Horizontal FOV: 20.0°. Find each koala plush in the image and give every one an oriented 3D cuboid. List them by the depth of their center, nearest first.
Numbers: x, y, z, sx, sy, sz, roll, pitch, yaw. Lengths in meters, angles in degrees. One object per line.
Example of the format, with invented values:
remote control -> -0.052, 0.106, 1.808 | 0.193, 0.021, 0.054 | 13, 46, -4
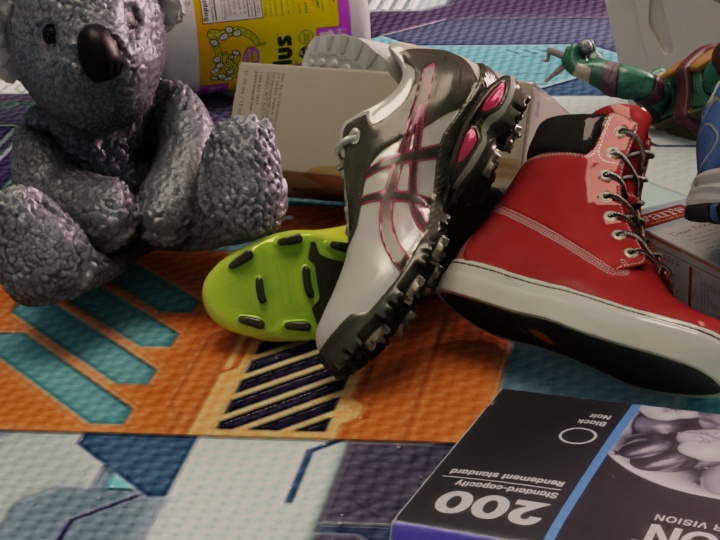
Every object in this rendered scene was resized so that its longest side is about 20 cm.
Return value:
koala plush -> -0.154, -0.102, 1.208 | 0.176, 0.202, 0.184 | -18, 8, -7

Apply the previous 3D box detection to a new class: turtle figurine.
turtle figurine -> 0.207, -0.126, 1.209 | 0.149, 0.101, 0.199 | -32, 10, -28

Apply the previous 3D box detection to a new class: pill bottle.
pill bottle -> -0.097, -0.192, 1.587 | 0.198, 0.105, 0.104 | -8, 23, -9

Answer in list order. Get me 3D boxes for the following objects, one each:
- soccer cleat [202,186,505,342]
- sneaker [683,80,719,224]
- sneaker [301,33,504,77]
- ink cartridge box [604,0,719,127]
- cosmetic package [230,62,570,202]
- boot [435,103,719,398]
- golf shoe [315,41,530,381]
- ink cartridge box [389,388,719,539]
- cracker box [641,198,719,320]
soccer cleat -> 0.001, 0.001, 1.186 | 0.198, 0.065, 0.084 | -17, -5, -19
sneaker -> 0.226, -0.069, 1.099 | 0.075, 0.078, 0.200 | 6, 9, 19
sneaker -> 0.041, -0.123, 1.460 | 0.199, 0.077, 0.080 | 21, 21, 37
ink cartridge box -> 0.289, -0.200, 1.445 | 0.199, 0.149, 0.144 | -23, 12, -37
cosmetic package -> 0.026, -0.081, 1.292 | 0.198, 0.072, 0.105 | 6, -7, 23
boot -> 0.144, -0.019, 1.080 | 0.199, 0.072, 0.145 | 21, 74, 47
golf shoe -> 0.015, -0.033, 1.123 | 0.088, 0.077, 0.201 | 28, 67, 6
ink cartridge box -> 0.118, 0.119, 0.881 | 0.196, 0.044, 0.200 | 6, 26, 22
cracker box -> 0.247, 0.010, 1.102 | 0.133, 0.058, 0.200 | -13, 25, -26
